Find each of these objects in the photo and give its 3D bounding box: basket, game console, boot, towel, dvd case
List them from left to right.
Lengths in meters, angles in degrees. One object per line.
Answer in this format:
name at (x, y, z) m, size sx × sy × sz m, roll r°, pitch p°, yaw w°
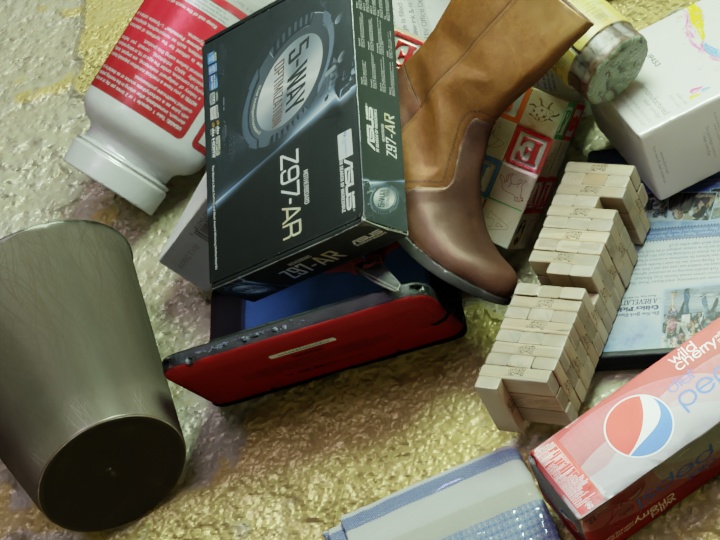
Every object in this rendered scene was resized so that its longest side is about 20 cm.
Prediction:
basket at (-0.216, 0.084, 1.736) m, size 0.180 × 0.136 × 0.200 m, roll -28°, pitch 47°, yaw -5°
game console at (-0.035, 0.014, 1.717) m, size 0.200 × 0.172 × 0.119 m, roll -17°, pitch 72°, yaw 13°
towel at (0.068, 0.213, 1.547) m, size 0.147 × 0.024 × 0.200 m, roll -25°, pitch 46°, yaw 2°
boot at (0.095, -0.100, 1.645) m, size 0.200 × 0.068 × 0.188 m, roll -48°, pitch 58°, yaw 18°
dvd case at (0.216, -0.013, 1.678) m, size 0.143 × 0.018 × 0.200 m, roll -5°, pitch 48°, yaw 23°

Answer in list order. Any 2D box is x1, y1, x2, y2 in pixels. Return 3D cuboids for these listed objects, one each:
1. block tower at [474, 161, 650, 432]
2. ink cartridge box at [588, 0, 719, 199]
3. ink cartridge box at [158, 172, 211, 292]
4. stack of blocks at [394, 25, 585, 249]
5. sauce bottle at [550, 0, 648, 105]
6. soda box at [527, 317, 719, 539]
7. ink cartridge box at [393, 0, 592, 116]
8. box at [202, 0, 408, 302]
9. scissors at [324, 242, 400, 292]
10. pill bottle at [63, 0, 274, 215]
block tower at (0.143, 0.018, 1.634) m, size 0.058 × 0.054 × 0.200 m, roll 5°, pitch 54°, yaw 32°
ink cartridge box at (0.273, -0.145, 1.715) m, size 0.200 × 0.067 × 0.117 m, roll -27°, pitch 38°, yaw -4°
ink cartridge box at (-0.079, -0.089, 1.832) m, size 0.109 × 0.050 × 0.200 m, roll -48°, pitch 12°, yaw 50°
stack of blocks at (0.047, -0.106, 1.734) m, size 0.200 × 0.059 × 0.115 m, roll 25°, pitch 99°, yaw 15°
sauce bottle at (0.120, -0.201, 1.703) m, size 0.065 × 0.065 × 0.200 m, roll -38°, pitch 63°, yaw -9°
soda box at (0.209, 0.098, 1.537) m, size 0.200 × 0.070 × 0.063 m, roll -34°, pitch 57°, yaw -6°
ink cartridge box at (0.066, -0.169, 1.804) m, size 0.200 × 0.084 × 0.144 m, roll -13°, pitch 84°, yaw 16°
box at (-0.042, -0.096, 1.675) m, size 0.160 × 0.044 × 0.200 m, roll -22°, pitch 62°, yaw 41°
scissors at (0.000, 0.000, 1.662) m, size 0.073 × 0.014 × 0.200 m, roll -16°, pitch 14°, yaw 7°
pill bottle at (-0.149, -0.150, 1.900) m, size 0.112 × 0.112 × 0.200 m, roll 31°, pitch 88°, yaw 42°
